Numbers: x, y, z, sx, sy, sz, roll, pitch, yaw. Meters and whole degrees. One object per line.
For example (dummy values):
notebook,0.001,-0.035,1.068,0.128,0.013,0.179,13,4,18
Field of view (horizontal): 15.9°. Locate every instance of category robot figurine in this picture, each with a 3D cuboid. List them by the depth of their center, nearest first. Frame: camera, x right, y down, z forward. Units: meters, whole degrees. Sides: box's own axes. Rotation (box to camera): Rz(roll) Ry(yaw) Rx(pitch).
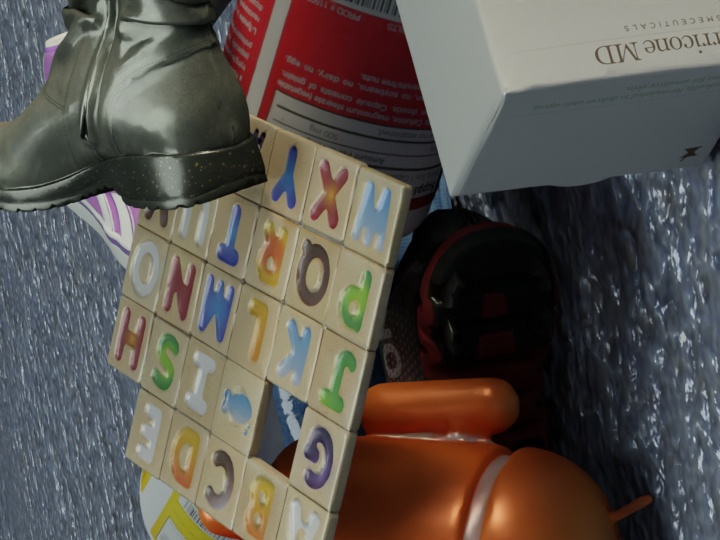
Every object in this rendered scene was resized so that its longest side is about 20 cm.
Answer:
robot figurine,0.028,0.132,1.105,0.144,0.198,0.117,-66,-31,-44

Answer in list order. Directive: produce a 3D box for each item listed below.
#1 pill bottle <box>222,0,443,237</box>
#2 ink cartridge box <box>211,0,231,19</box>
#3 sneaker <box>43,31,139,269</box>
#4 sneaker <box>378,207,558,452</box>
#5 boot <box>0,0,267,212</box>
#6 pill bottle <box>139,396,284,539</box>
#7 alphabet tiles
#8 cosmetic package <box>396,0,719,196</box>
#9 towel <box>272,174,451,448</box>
pill bottle,-0.008,-0.084,1.148,0.112,0.111,0.201,-125,48,-58
ink cartridge box,-0.086,-0.173,1.427,0.161,0.050,0.200,-56,2,-17
sneaker,-0.109,-0.067,1.318,0.200,0.072,0.115,30,133,45
sneaker,0.047,0.060,1.196,0.098,0.070,0.202,-128,35,-60
boot,-0.116,-0.096,1.112,0.199,0.067,0.132,0,106,48
pill bottle,-0.058,0.110,1.376,0.200,0.111,0.113,124,135,-68
alphabet tiles,-0.052,0.021,1.093,0.200,0.008,0.169,26,107,54
cosmetic package,0.065,-0.138,0.959,0.085,0.107,0.201,114,143,-61
towel,0.000,0.000,1.256,0.048,0.111,0.202,-23,75,62
